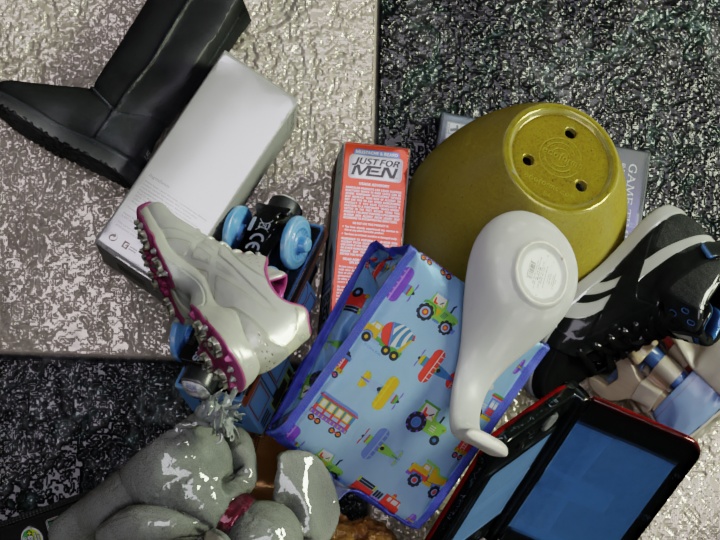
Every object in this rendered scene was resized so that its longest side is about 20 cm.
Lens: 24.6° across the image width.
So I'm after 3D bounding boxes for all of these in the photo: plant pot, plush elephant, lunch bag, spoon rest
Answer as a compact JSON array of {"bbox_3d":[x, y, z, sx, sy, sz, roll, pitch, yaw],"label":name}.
[{"bbox_3d":[0.148,-0.062,1.399,0.198,0.142,0.202,6,65,-13],"label":"plant pot"},{"bbox_3d":[-0.108,0.192,1.256,0.164,0.200,0.155,-31,83,-45],"label":"plush elephant"},{"bbox_3d":[0.030,0.101,1.329,0.150,0.094,0.201,35,81,-18],"label":"lunch bag"},{"bbox_3d":[0.111,0.047,1.284,0.099,0.060,0.201,30,67,-22],"label":"spoon rest"}]

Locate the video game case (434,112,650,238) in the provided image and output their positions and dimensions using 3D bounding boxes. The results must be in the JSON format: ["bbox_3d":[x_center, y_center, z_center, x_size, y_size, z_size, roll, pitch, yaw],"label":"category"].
[{"bbox_3d":[0.159,-0.056,1.507,0.198,0.019,0.144,11,80,-5],"label":"video game case"}]

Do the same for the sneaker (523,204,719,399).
[{"bbox_3d":[0.227,0.047,1.350,0.200,0.073,0.112,-49,49,2],"label":"sneaker"}]

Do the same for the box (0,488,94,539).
[{"bbox_3d":[-0.256,0.298,1.357,0.192,0.047,0.202,-19,84,16],"label":"box"}]

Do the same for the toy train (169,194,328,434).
[{"bbox_3d":[-0.092,0.034,1.398,0.086,0.115,0.201,10,59,24],"label":"toy train"}]

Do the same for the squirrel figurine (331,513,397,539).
[{"bbox_3d":[-0.055,0.287,1.360,0.185,0.142,0.202,4,87,-5],"label":"squirrel figurine"}]

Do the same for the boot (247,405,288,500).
[{"bbox_3d":[-0.143,0.170,1.422,0.199,0.071,0.145,8,74,-7],"label":"boot"}]

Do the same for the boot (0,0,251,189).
[{"bbox_3d":[-0.214,-0.190,1.465,0.164,0.066,0.201,28,76,11],"label":"boot"}]

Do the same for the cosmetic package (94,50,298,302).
[{"bbox_3d":[-0.141,-0.077,1.435,0.085,0.108,0.201,34,81,2],"label":"cosmetic package"}]

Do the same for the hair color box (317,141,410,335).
[{"bbox_3d":[0.000,0.000,1.435,0.063,0.111,0.202,7,80,-5],"label":"hair color box"}]

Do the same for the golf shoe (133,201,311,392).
[{"bbox_3d":[-0.112,0.010,1.313,0.091,0.076,0.200,-26,54,-17],"label":"golf shoe"}]

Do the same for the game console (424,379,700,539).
[{"bbox_3d":[0.157,0.201,1.364,0.119,0.201,0.172,43,43,19],"label":"game console"}]

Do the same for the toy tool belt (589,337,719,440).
[{"bbox_3d":[0.268,0.086,1.446,0.200,0.125,0.123,-44,73,9],"label":"toy tool belt"}]
